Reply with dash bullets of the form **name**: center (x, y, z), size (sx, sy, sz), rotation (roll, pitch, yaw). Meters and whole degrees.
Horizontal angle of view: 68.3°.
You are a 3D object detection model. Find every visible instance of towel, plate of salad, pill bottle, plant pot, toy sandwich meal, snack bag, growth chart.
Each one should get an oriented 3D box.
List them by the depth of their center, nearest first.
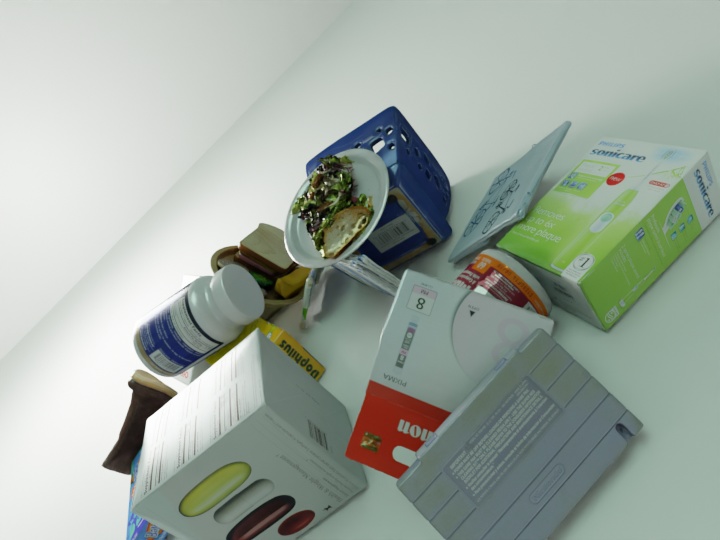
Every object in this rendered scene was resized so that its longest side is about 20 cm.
- **pill bottle**: center (0.121, 0.081, 0.626), size (0.200, 0.110, 0.109), rotation (-45, 30, -6)
- **snack bag**: center (0.214, -0.108, 0.764), size (0.190, 0.021, 0.200), rotation (-56, 5, -24)
- **plate of salad**: center (-0.046, -0.099, 0.787), size (0.198, 0.048, 0.203), rotation (-20, 55, 31)
- **towel**: center (0.000, 0.000, 0.835), size (0.199, 0.146, 0.024), rotation (21, 80, 57)
- **pill bottle**: center (-0.258, 0.080, 0.852), size (0.198, 0.116, 0.116), rotation (-31, 32, 19)
- **plant pot**: center (0.037, -0.117, 0.899), size (0.198, 0.200, 0.181), rotation (-28, 40, 22)
- **toy sandwich meal**: center (-0.174, -0.012, 0.970), size (0.206, 0.202, 0.071), rotation (-107, 38, -57)
- **growth chart**: center (-0.074, -0.011, 0.980), size (0.146, 0.017, 0.202), rotation (104, -177, -48)

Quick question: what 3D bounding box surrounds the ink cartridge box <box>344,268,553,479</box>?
- **ink cartridge box**: center (0.088, 0.119, 0.538), size (0.160, 0.057, 0.202), rotation (19, 74, 10)

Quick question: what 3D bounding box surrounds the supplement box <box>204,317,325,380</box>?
- **supplement box**: center (-0.170, 0.150, 0.884), size (0.110, 0.109, 0.199), rotation (-52, 32, -16)

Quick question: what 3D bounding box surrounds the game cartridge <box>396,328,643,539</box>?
- **game cartridge**: center (0.142, 0.167, 0.487), size (0.200, 0.130, 0.038), rotation (-45, -14, -5)

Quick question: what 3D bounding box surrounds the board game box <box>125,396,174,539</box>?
- **board game box**: center (-0.323, 0.330, 0.866), size (0.153, 0.045, 0.200), rotation (-56, 28, 8)

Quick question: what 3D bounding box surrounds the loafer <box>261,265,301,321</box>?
- **loafer**: center (-0.182, 0.047, 1.061), size (0.201, 0.076, 0.068), rotation (-51, 25, -15)

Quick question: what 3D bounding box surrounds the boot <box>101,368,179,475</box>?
- **boot**: center (-0.394, 0.275, 0.938), size (0.072, 0.201, 0.167), rotation (26, 66, 16)

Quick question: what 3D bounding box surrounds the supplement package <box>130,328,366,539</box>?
- **supplement package**: center (-0.135, 0.227, 0.662), size (0.199, 0.191, 0.148), rotation (-38, 29, 8)

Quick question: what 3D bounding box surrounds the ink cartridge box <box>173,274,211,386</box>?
- **ink cartridge box**: center (-0.298, 0.116, 1.020), size (0.145, 0.083, 0.203), rotation (1, 80, 52)

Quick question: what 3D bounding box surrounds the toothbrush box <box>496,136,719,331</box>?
- **toothbrush box**: center (0.286, -0.052, 0.623), size (0.200, 0.086, 0.146), rotation (-43, 29, -3)
